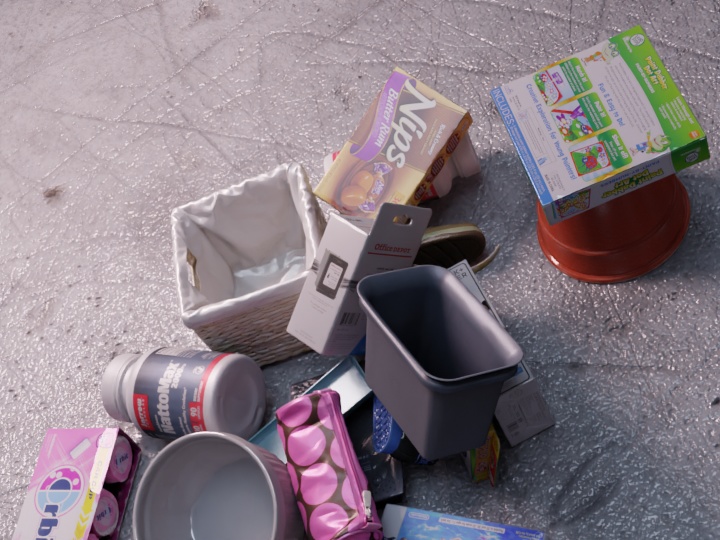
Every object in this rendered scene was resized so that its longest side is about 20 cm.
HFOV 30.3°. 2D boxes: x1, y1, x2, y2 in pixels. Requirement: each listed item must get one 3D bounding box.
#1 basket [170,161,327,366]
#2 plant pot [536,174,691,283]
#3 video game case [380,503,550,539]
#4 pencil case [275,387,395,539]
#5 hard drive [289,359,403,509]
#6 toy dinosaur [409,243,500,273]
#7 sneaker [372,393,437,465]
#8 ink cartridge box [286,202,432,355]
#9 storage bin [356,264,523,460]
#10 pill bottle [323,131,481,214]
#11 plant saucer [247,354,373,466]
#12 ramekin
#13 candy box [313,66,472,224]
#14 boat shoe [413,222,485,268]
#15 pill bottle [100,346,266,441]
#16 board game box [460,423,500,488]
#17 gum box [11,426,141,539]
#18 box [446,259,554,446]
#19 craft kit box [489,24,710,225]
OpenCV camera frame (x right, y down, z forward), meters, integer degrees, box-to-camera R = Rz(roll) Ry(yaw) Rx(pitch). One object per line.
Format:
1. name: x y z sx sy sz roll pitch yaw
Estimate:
1. basket: -0.127 0.001 1.759 0.199 0.161 0.199 -20 51 10
2. plant pot: 0.294 -0.122 1.642 0.199 0.196 0.202 -12 52 15
3. video game case: 0.096 0.365 1.476 0.198 0.046 0.182 5 59 26
4. pencil case: -0.034 0.231 1.531 0.090 0.094 0.201 -2 55 -31
5. hard drive: -0.015 0.212 1.635 0.134 0.042 0.201 -19 50 9
6. toy dinosaur: 0.090 0.019 1.690 0.198 0.101 0.059 -4 54 21
7. sneaker: 0.062 0.148 1.610 0.070 0.077 0.201 -49 26 45
8. ink cartridge box: 0.000 0.000 1.627 0.066 0.115 0.201 30 105 34
9. storage bin: 0.086 0.106 1.486 0.144 0.135 0.200 -11 38 -25
10. pill bottle: 0.058 -0.139 1.811 0.199 0.111 0.111 -21 51 9
11. plant saucer: -0.069 0.190 1.635 0.200 0.019 0.070 -41 46 5
12. ramekin: -0.159 0.293 1.563 0.199 0.105 0.202 -5 78 25
13. candy box: 0.043 -0.149 1.730 0.116 0.056 0.201 35 91 15
14. boat shoe: 0.067 -0.028 1.760 0.198 0.072 0.076 -18 39 11
15. pill bottle: -0.232 0.160 1.713 0.199 0.120 0.120 2 57 32
16. board game box: 0.118 0.158 1.582 0.030 0.096 0.201 -16 49 -13
17. gum box: -0.368 0.305 1.703 0.113 0.066 0.201 -4 55 23
18. box: 0.153 0.097 1.597 0.060 0.117 0.201 -28 49 2
19. craft kit box: 0.272 -0.171 1.532 0.196 0.049 0.201 -24 50 8
